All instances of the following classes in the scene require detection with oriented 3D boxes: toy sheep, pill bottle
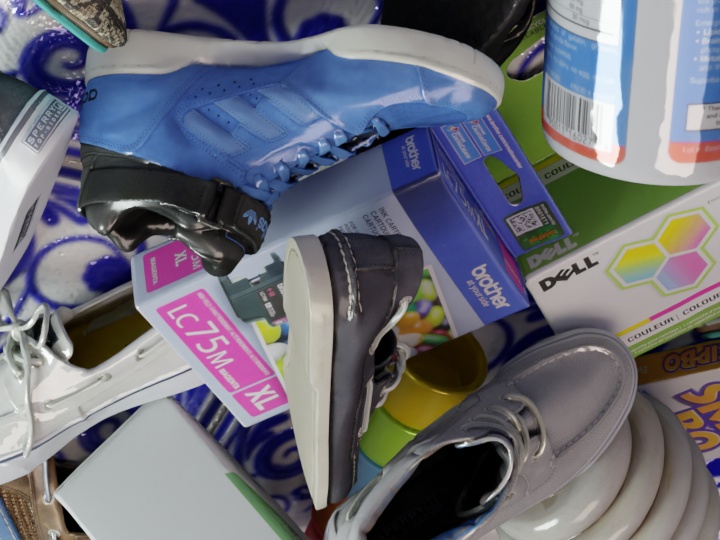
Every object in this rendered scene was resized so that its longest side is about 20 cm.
[{"bbox_3d":[0.137,0.128,1.121,0.199,0.139,0.138,31,119,-35],"label":"toy sheep"},{"bbox_3d":[0.140,-0.150,0.880,0.111,0.112,0.202,-6,117,-14],"label":"pill bottle"}]

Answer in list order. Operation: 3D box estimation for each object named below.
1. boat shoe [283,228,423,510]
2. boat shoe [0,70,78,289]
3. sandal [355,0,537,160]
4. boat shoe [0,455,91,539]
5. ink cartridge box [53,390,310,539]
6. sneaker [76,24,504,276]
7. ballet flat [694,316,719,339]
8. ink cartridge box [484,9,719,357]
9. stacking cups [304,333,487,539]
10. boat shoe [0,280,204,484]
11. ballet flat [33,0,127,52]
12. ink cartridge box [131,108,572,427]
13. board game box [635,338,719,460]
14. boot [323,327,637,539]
[{"bbox_3d":[-0.002,0.051,0.948,0.062,0.073,0.201,-11,144,-10],"label":"boat shoe"},{"bbox_3d":[-0.197,-0.025,0.949,0.067,0.072,0.200,32,140,-2],"label":"boat shoe"},{"bbox_3d":[0.047,-0.117,0.947,0.048,0.075,0.201,-26,152,-37],"label":"sandal"},{"bbox_3d":[-0.177,0.151,1.129,0.072,0.073,0.201,-19,138,-2],"label":"boat shoe"},{"bbox_3d":[-0.065,0.174,1.100,0.087,0.145,0.200,-44,151,-4],"label":"ink cartridge box"},{"bbox_3d":[-0.035,-0.049,0.899,0.198,0.112,0.077,2,165,8],"label":"sneaker"},{"bbox_3d":[0.265,-0.013,1.106,0.199,0.072,0.069,-15,-169,44],"label":"ballet flat"},{"bbox_3d":[0.138,-0.050,1.032,0.147,0.076,0.200,-27,138,9],"label":"ink cartridge box"},{"bbox_3d":[0.013,0.111,1.176,0.060,0.061,0.201,4,138,-23],"label":"stacking cups"},{"bbox_3d":[-0.159,0.044,1.024,0.200,0.075,0.086,-22,138,-3],"label":"boat shoe"},{"bbox_3d":[-0.160,-0.163,0.824,0.199,0.068,0.076,29,104,-37],"label":"ballet flat"},{"bbox_3d":[0.000,0.000,0.977,0.199,0.042,0.120,-25,137,12],"label":"ink cartridge box"},{"bbox_3d":[0.187,0.084,1.187,0.198,0.030,0.096,-15,140,17],"label":"board game box"},{"bbox_3d":[0.071,0.095,0.992,0.200,0.074,0.096,-38,178,-14],"label":"boot"}]
